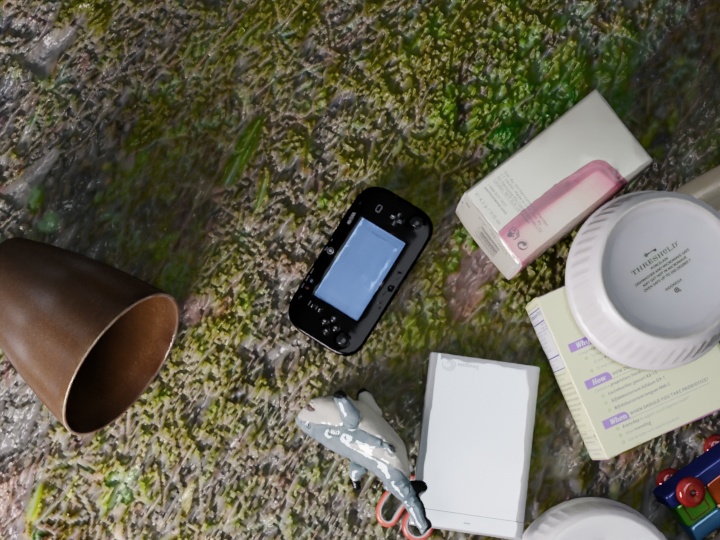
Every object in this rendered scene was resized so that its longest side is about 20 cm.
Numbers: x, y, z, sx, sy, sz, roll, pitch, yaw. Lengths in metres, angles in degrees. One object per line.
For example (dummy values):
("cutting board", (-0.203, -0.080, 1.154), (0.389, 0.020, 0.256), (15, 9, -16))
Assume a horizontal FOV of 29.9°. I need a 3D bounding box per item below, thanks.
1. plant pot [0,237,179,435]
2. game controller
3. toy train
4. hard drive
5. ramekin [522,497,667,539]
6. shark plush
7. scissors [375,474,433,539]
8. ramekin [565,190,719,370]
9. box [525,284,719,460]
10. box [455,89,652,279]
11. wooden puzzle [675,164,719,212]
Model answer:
("plant pot", (-0.342, 0.054, 1.538), (0.199, 0.187, 0.188), (33, 82, 19))
("game controller", (0.000, 0.000, 1.605), (0.104, 0.042, 0.201), (32, 82, 4))
("toy train", (0.449, 0.242, 1.560), (0.199, 0.085, 0.116), (-34, 94, -6))
("hard drive", (0.134, 0.204, 1.575), (0.131, 0.027, 0.202), (8, 76, 1))
("ramekin", (0.272, 0.360, 1.528), (0.198, 0.098, 0.203), (0, 82, -1))
("shark plush", (0.014, 0.218, 1.562), (0.200, 0.091, 0.083), (46, 102, 4))
("scissors", (0.099, 0.230, 1.586), (0.073, 0.014, 0.200), (39, 84, 4))
("ramekin", (0.330, 0.005, 1.485), (0.200, 0.094, 0.204), (0, 82, -1))
("box", (0.314, 0.094, 1.568), (0.175, 0.097, 0.201), (-23, 84, -4))
("box", (0.223, -0.097, 1.579), (0.199, 0.128, 0.109), (-38, 84, -5))
("wooden puzzle", (0.489, -0.044, 1.591), (0.184, 0.046, 0.201), (-28, 101, -4))
